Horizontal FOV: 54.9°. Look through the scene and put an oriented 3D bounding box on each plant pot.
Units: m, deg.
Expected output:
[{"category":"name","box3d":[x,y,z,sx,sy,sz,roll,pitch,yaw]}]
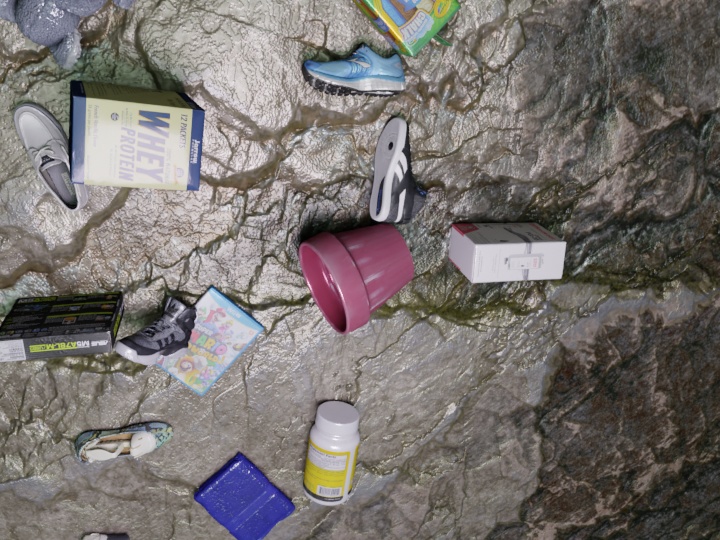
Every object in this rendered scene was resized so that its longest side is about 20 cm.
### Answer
[{"category":"plant pot","box3d":[0.000,0.000,1.363,0.177,0.200,0.202,-25,114,-19]}]

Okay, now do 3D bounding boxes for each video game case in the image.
[{"category":"video game case","box3d":[-0.317,0.147,1.427,0.143,0.018,0.200,41,97,-22]}]

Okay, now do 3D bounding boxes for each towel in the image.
[{"category":"towel","box3d":[-0.261,0.518,1.565,0.147,0.050,0.201,-40,113,-4]}]

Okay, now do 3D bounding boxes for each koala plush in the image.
[{"category":"koala plush","box3d":[-0.480,-0.440,1.103,0.177,0.184,0.200,40,109,-22]}]

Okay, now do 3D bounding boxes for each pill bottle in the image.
[{"category":"pill bottle","box3d":[-0.061,0.400,1.527,0.113,0.114,0.203,4,109,-14]}]

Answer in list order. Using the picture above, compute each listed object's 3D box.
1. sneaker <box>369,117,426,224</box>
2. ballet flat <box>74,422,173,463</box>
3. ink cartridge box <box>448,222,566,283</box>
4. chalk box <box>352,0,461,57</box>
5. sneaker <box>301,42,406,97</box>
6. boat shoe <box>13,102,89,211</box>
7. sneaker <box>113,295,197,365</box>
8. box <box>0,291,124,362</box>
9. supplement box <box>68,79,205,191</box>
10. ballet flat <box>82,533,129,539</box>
[{"category":"sneaker","box3d":[0.086,-0.193,1.374,0.111,0.073,0.203,6,100,-35]},{"category":"ballet flat","box3d":[-0.490,0.365,1.442,0.197,0.074,0.075,-8,112,-10]},{"category":"ink cartridge box","box3d":[0.299,-0.040,1.428,0.197,0.147,0.084,-2,111,-13]},{"category":"chalk box","box3d":[0.086,-0.467,1.235,0.124,0.125,0.200,-44,112,5]},{"category":"sneaker","box3d":[-0.013,-0.375,1.287,0.197,0.078,0.091,0,91,-16]},{"category":"boat shoe","box3d":[-0.547,-0.196,1.222,0.071,0.066,0.202,-20,113,-5]},{"category":"sneaker","box3d":[-0.378,0.108,1.303,0.075,0.200,0.115,26,96,17]},{"category":"box","box3d":[-0.543,0.098,1.263,0.197,0.193,0.048,-4,108,-12]},{"category":"supplement box","box3d":[-0.380,-0.228,1.161,0.197,0.200,0.136,1,111,-25]},{"category":"ballet flat","box3d":[-0.603,0.621,1.511,0.198,0.073,0.074,-29,114,1]}]
